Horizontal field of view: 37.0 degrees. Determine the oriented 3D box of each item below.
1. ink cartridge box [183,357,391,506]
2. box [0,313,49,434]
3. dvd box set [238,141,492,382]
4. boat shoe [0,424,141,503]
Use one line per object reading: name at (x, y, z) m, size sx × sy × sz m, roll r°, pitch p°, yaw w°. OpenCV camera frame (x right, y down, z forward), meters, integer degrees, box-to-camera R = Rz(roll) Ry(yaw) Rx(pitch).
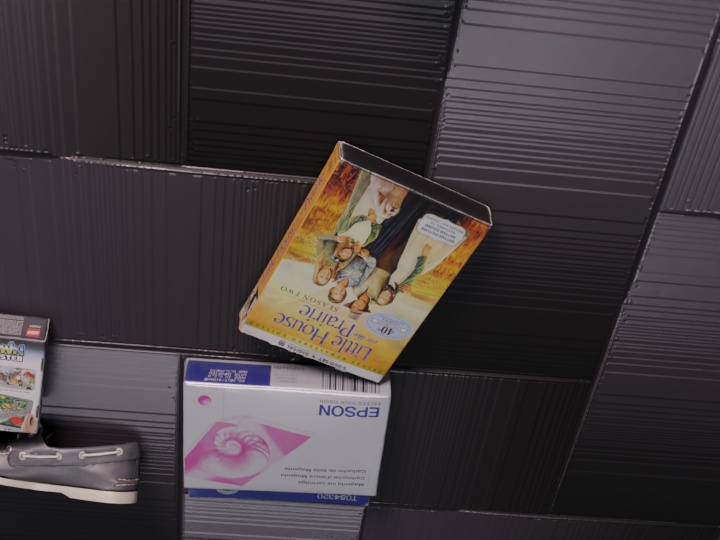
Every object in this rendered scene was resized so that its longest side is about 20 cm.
ink cartridge box at (-0.075, 0.174, 1.048) m, size 0.192 × 0.044 × 0.203 m, roll 3°, pitch 128°, yaw -4°
box at (-0.381, 0.085, 0.953) m, size 0.196 × 0.035 × 0.111 m, roll 8°, pitch 122°, yaw -14°
dvd box set at (0.000, 0.000, 0.914) m, size 0.144 × 0.030 × 0.201 m, roll 22°, pitch 125°, yaw -18°
boat shoe at (-0.310, 0.180, 1.050) m, size 0.196 × 0.073 × 0.064 m, roll 11°, pitch 86°, yaw -4°
